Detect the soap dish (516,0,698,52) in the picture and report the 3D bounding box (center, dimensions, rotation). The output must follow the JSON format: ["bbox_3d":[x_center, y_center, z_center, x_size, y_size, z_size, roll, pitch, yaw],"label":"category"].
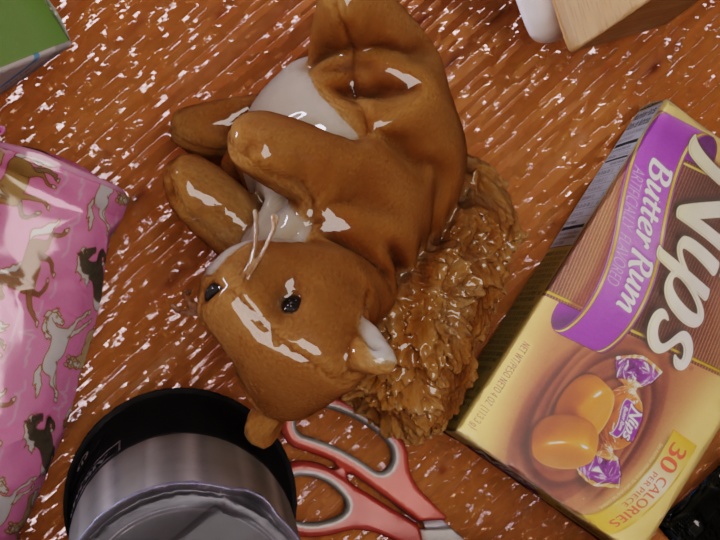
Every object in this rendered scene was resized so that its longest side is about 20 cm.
[{"bbox_3d":[0.119,-0.192,1.124,0.081,0.200,0.159,-16,93,22],"label":"soap dish"}]

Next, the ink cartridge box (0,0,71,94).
[{"bbox_3d":[-0.232,-0.080,1.052,0.103,0.200,0.060,-29,92,35],"label":"ink cartridge box"}]

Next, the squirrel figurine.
[{"bbox_3d":[0.000,0.000,1.103,0.200,0.141,0.188,38,37,-31],"label":"squirrel figurine"}]

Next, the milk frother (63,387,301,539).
[{"bbox_3d":[-0.048,0.169,1.085,0.198,0.188,0.182,13,99,-7],"label":"milk frother"}]

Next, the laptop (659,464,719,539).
[{"bbox_3d":[0.288,0.111,1.238,0.177,0.103,0.200,43,108,-5],"label":"laptop"}]

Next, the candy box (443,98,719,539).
[{"bbox_3d":[0.142,0.029,1.193,0.116,0.056,0.201,35,84,-7],"label":"candy box"}]

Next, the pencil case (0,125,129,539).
[{"bbox_3d":[-0.178,0.036,1.126,0.082,0.086,0.202,15,84,33],"label":"pencil case"}]

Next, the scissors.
[{"bbox_3d":[0.042,0.130,1.192,0.199,0.014,0.074,26,82,-7],"label":"scissors"}]
